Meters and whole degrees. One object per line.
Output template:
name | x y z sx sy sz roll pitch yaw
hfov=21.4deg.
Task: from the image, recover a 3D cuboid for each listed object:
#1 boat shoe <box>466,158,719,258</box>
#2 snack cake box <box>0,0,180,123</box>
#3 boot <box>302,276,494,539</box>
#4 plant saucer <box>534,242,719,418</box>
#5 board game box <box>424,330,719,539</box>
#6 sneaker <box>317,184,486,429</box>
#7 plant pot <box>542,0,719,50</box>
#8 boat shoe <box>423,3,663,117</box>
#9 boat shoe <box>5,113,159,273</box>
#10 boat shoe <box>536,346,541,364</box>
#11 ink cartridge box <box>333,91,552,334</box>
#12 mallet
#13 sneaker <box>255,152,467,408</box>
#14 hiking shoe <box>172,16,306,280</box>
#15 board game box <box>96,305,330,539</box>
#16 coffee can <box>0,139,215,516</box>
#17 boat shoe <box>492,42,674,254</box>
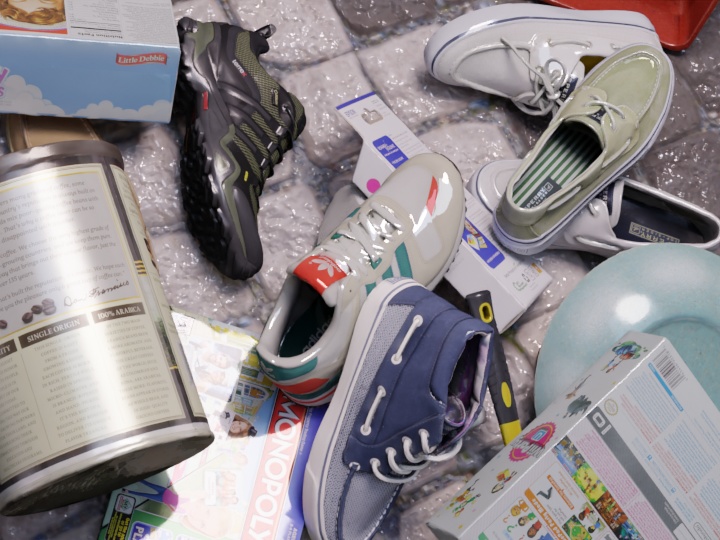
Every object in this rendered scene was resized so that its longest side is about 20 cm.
boat shoe | 0.181 -0.049 1.447 0.198 0.065 0.074 12 65 -10
snack cake box | -0.234 -0.168 1.356 0.198 0.068 0.116 3 39 -15
boot | 0.025 0.112 1.267 0.072 0.202 0.090 -1 20 -43
plant saucer | 0.222 0.083 1.366 0.199 0.039 0.204 -3 99 -18
board game box | 0.165 0.162 1.299 0.200 0.064 0.148 -41 107 -14
sneaker | 0.033 0.032 1.379 0.088 0.075 0.202 -2 64 -38
plant pot | 0.218 -0.332 1.518 0.198 0.200 0.177 19 52 -6
boat shoe | 0.150 -0.151 1.475 0.200 0.075 0.087 -2 51 -23
boat shoe | -0.189 -0.053 1.345 0.071 0.065 0.201 -24 75 -23
boat shoe | 0.232 0.068 1.413 0.198 0.063 0.074 6 66 -13
ink cartridge box | 0.055 -0.045 1.394 0.200 0.037 0.095 48 21 3
mallet | 0.115 0.112 1.343 0.065 0.041 0.202 -7 89 -22
sneaker | -0.001 0.000 1.290 0.070 0.093 0.200 36 88 23
hiking shoe | -0.080 -0.093 1.387 0.100 0.076 0.202 -5 75 -22
board game box | -0.098 0.137 1.311 0.133 0.029 0.202 17 64 -7
coffee can | -0.192 0.038 1.220 0.145 0.146 0.202 -16 78 -21
boat shoe | 0.170 -0.095 1.397 0.072 0.062 0.201 35 70 10
